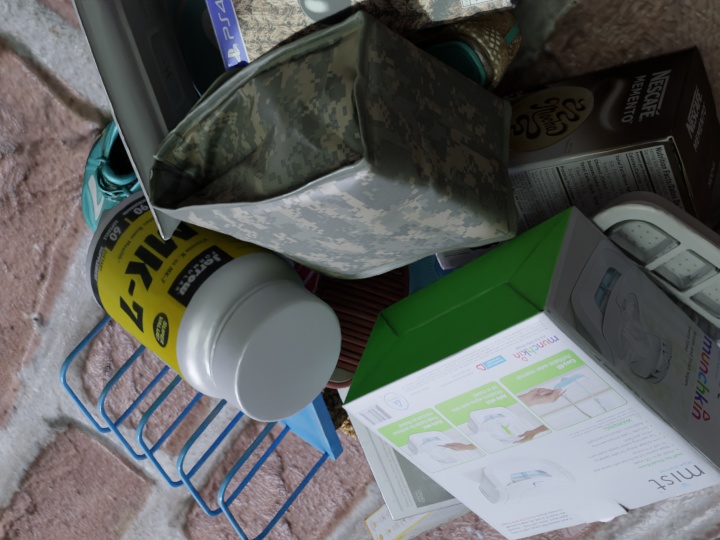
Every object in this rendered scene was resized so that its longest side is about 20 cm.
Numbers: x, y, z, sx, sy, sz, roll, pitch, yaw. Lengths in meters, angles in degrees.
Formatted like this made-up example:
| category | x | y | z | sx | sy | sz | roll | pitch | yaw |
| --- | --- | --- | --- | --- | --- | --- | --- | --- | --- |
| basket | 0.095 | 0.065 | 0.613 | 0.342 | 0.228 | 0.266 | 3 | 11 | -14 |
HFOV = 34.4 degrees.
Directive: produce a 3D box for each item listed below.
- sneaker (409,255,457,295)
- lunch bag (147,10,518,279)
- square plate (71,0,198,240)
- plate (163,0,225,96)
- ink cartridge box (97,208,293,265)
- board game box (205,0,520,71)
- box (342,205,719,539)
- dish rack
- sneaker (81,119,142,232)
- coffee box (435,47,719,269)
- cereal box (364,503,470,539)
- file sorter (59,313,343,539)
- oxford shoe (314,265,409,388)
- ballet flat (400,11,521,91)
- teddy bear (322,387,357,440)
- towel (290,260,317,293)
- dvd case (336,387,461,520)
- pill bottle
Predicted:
| category | x | y | z | sx | sy | sz | roll | pitch | yaw |
| --- | --- | --- | --- | --- | --- | --- | --- | --- | --- |
| sneaker | 0.068 | 0.034 | 0.997 | 0.079 | 0.131 | 0.202 | 6 | 95 | 9 |
| lunch bag | -0.021 | -0.066 | 0.761 | 0.199 | 0.119 | 0.163 | -16 | 156 | 38 |
| square plate | -0.153 | -0.143 | 0.848 | 0.028 | 0.200 | 0.200 | -16 | 107 | 5 |
| plate | -0.085 | -0.161 | 0.897 | 0.199 | 0.026 | 0.201 | 29 | 144 | 24 |
| ink cartridge box | -0.133 | 0.016 | 1.066 | 0.158 | 0.048 | 0.201 | 1 | 150 | 15 |
| board game box | -0.004 | -0.232 | 0.736 | 0.198 | 0.097 | 0.161 | -9 | 110 | 21 |
| box | 0.120 | 0.081 | 0.779 | 0.176 | 0.097 | 0.199 | 39 | 139 | -18 |
| dish rack | 0.189 | 0.028 | 0.798 | 0.171 | 0.044 | 0.200 | 32 | 140 | -13 |
| sneaker | -0.210 | -0.093 | 1.019 | 0.077 | 0.080 | 0.200 | 33 | 136 | -3 |
| coffee box | 0.147 | -0.076 | 0.829 | 0.198 | 0.113 | 0.080 | -9 | 124 | 32 |
| cereal box | 0.109 | 0.184 | 1.061 | 0.200 | 0.143 | 0.040 | -48 | 63 | 43 |
| file sorter | -0.136 | 0.120 | 0.992 | 0.199 | 0.123 | 0.139 | 30 | 157 | 26 |
| oxford shoe | 0.000 | 0.000 | 0.921 | 0.070 | 0.202 | 0.075 | 22 | 162 | -13 |
| ballet flat | 0.042 | -0.150 | 0.843 | 0.199 | 0.065 | 0.071 | 5 | 129 | 51 |
| teddy bear | 0.014 | 0.139 | 1.084 | 0.198 | 0.145 | 0.068 | 11 | 96 | 12 |
| towel | -0.113 | -0.006 | 1.071 | 0.199 | 0.023 | 0.145 | 29 | 135 | -12 |
| dvd case | 0.091 | 0.107 | 0.915 | 0.198 | 0.025 | 0.152 | -18 | 106 | 16 |
| pill bottle | -0.111 | 0.024 | 0.867 | 0.199 | 0.114 | 0.115 | 31 | 144 | 41 |
